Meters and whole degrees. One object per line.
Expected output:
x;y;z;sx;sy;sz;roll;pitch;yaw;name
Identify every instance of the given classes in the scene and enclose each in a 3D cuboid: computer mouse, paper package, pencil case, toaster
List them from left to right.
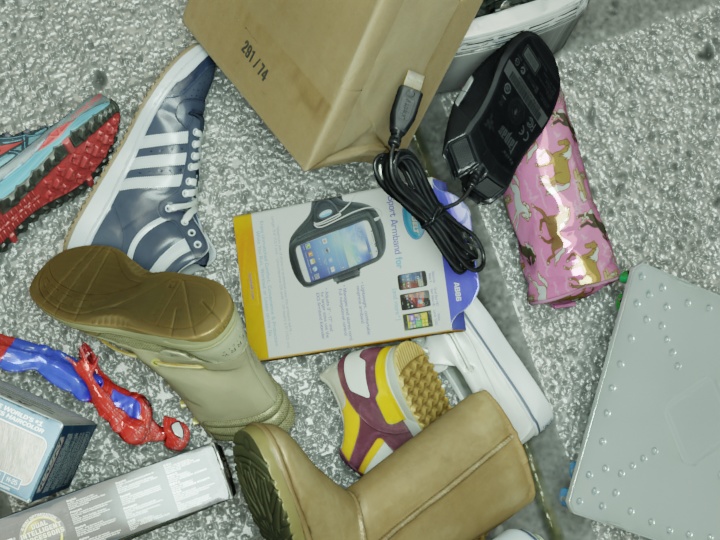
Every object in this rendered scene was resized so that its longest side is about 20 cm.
-0.025;-0.205;1.053;0.103;0.191;0.200;-8;46;-42;paper package
0.071;-0.111;1.032;0.140;0.046;0.201;43;63;-37;computer mouse
0.105;-0.221;1.131;0.198;0.129;0.115;-16;86;-6;toaster
0.147;-0.069;1.137;0.082;0.086;0.202;-20;85;19;pencil case

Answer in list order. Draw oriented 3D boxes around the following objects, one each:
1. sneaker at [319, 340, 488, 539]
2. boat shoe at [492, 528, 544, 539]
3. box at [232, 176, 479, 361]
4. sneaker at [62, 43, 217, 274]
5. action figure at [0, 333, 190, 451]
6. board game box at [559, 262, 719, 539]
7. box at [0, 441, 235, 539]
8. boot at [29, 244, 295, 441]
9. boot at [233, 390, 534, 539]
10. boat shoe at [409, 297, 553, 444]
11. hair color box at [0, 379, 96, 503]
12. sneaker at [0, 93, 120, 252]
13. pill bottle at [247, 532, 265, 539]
0.035;0.154;1.118;0.090;0.075;0.202;-13;102;31;sneaker
0.132;0.259;1.069;0.062;0.201;0.072;-28;48;-22;boat shoe
0.000;0.000;1.101;0.198;0.041;0.120;-9;84;20;box
-0.143;-0.074;1.122;0.108;0.070;0.201;30;89;4;sneaker
-0.219;0.084;1.095;0.199;0.065;0.052;35;89;-10;action figure
0.265;0.120;1.124;0.199;0.026;0.202;21;81;-23;board game box
-0.192;0.183;1.045;0.198;0.161;0.049;-19;85;-6;box
-0.152;0.059;1.087;0.199;0.156;0.073;10;57;32;boot
0.019;0.143;1.006;0.199;0.066;0.176;-30;115;-26;boot
0.074;0.059;1.124;0.065;0.074;0.201;-37;86;-12;boat shoe
-0.260;0.119;1.026;0.099;0.200;0.061;24;82;-1;hair color box
-0.280;-0.087;1.105;0.095;0.079;0.200;42;67;16;sneaker
-0.009;0.281;1.073;0.112;0.113;0.201;-29;87;-7;pill bottle
